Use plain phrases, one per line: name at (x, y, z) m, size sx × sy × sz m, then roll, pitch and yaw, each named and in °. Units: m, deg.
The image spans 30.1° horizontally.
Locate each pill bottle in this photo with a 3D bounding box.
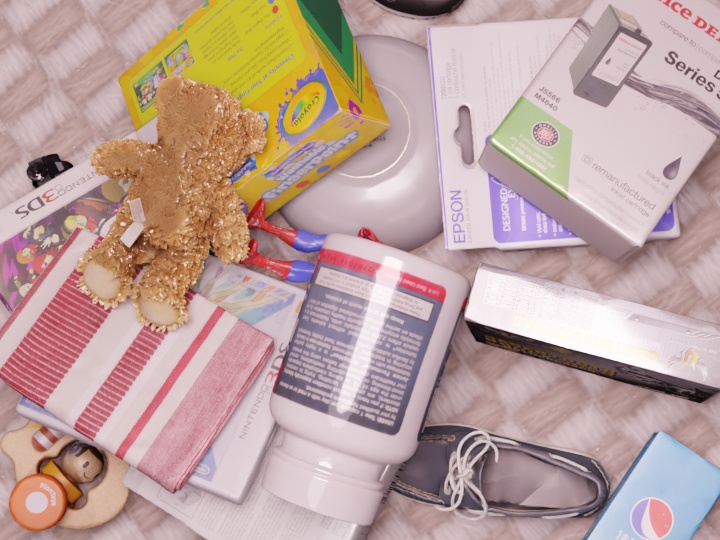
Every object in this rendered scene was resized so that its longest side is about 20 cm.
pill bottle at (-0.002, 0.083, 1.013) m, size 0.119 × 0.120 × 0.200 m, roll 19°, pitch 86°, yaw 10°

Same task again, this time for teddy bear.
teddy bear at (-0.148, -0.051, 1.056) m, size 0.145 × 0.067 × 0.200 m, roll 7°, pitch 88°, yaw 19°

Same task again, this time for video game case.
video game case at (-0.213, 0.004, 1.151) m, size 0.181 × 0.036 × 0.200 m, roll -33°, pitch 79°, yaw -18°
video game case at (-0.150, 0.070, 1.087) m, size 0.200 × 0.022 × 0.182 m, roll 20°, pitch 70°, yaw 11°

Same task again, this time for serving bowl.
serving bowl at (0.005, -0.114, 1.154) m, size 0.200 × 0.066 × 0.200 m, roll -1°, pitch 80°, yaw 8°

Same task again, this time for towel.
towel at (-0.186, 0.067, 1.068) m, size 0.200 × 0.023 × 0.144 m, roll 30°, pitch 74°, yaw 15°

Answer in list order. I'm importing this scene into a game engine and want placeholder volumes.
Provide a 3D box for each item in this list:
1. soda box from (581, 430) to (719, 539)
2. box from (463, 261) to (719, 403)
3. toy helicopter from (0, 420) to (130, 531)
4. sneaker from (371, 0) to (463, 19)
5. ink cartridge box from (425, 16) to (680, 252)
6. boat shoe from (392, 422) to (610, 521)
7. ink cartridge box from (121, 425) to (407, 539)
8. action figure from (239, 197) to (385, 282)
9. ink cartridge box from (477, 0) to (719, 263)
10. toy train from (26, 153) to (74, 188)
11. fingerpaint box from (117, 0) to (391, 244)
soda box at (0.211, 0.229, 1.072) m, size 0.068 × 0.064 × 0.200 m, roll 34°, pitch 88°, yaw 11°
box at (0.187, 0.052, 1.055) m, size 0.200 × 0.158 × 0.048 m, roll 15°, pitch 84°, yaw 9°
toy helicopter at (-0.246, 0.121, 1.147) m, size 0.132 × 0.079 × 0.200 m, roll -15°, pitch 84°, yaw -7°
sneaker at (0.003, -0.292, 1.168) m, size 0.200 × 0.090 × 0.070 m, roll 37°, pitch 88°, yaw 12°
ink cartridge box at (0.160, -0.116, 1.131) m, size 0.200 × 0.043 × 0.198 m, roll -3°, pitch 82°, yaw -2°
boat shoe at (0.103, 0.169, 1.097) m, size 0.200 × 0.062 × 0.075 m, roll 11°, pitch 89°, yaw 11°
ink cartridge box at (-0.074, 0.157, 1.104) m, size 0.200 × 0.047 × 0.160 m, roll 27°, pitch 85°, yaw 20°
action figure at (0.000, 0.000, 1.115) m, size 0.200 × 0.052 × 0.065 m, roll 21°, pitch 50°, yaw -20°
ink cartridge box at (0.212, -0.131, 1.070) m, size 0.145 × 0.084 × 0.200 m, roll 36°, pitch 82°, yaw 5°
toy train at (-0.238, -0.018, 1.192) m, size 0.046 × 0.034 × 0.200 m, roll -27°, pitch 78°, yaw -9°
fingerpaint box at (-0.093, -0.142, 1.118) m, size 0.200 × 0.073 × 0.167 m, roll -35°, pitch 66°, yaw 29°
